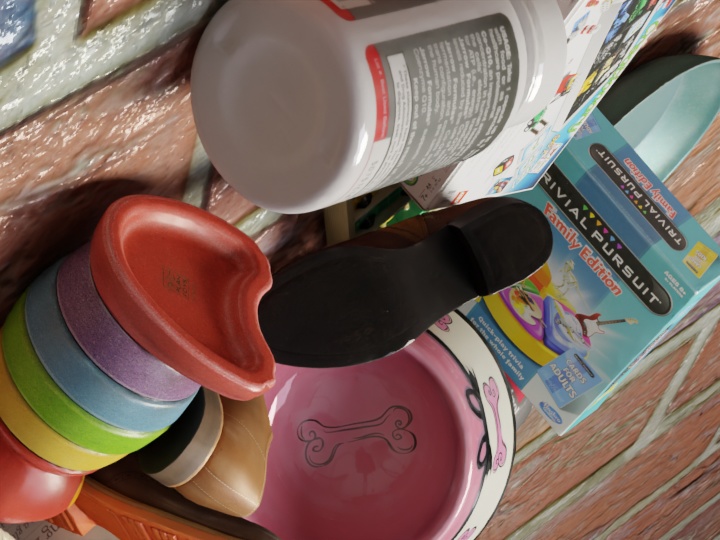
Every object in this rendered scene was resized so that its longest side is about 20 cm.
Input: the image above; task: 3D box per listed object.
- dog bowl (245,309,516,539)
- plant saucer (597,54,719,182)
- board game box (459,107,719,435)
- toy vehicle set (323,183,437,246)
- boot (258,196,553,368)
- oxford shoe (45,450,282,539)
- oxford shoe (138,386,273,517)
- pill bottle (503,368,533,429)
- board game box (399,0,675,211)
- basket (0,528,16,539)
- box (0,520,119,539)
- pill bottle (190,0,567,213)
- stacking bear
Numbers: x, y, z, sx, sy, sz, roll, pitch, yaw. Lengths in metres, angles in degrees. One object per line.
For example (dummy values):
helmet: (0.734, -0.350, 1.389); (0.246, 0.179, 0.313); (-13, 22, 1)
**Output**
dog bowl: (-0.005, 0.106, 1.579); (0.200, 0.200, 0.074); (-47, 177, 12)
plant saucer: (0.187, -0.089, 1.828); (0.200, 0.036, 0.200); (-37, 161, -15)
board game box: (0.143, 0.000, 1.705); (0.047, 0.151, 0.200); (-33, 167, -37)
toy vehicle set: (0.060, -0.088, 1.579); (0.200, 0.027, 0.124); (-39, 161, -13)
boot: (0.000, 0.000, 1.466); (0.187, 0.069, 0.200); (-28, -171, -13)
oxford shoe: (-0.116, 0.121, 1.425); (0.073, 0.199, 0.071); (-56, 152, -26)
oxford shoe: (-0.083, 0.073, 1.431); (0.071, 0.071, 0.200); (-41, -155, 22)
pill bottle: (0.061, 0.094, 1.810); (0.200, 0.110, 0.111); (-52, 171, -38)
board game box: (0.116, -0.123, 1.517); (0.126, 0.035, 0.200); (-13, 145, -55)
basket: (-0.253, 0.251, 1.342); (0.199, 0.199, 0.161); (-19, 156, 4)
box: (-0.173, 0.200, 1.564); (0.199, 0.131, 0.200); (-43, 162, -2)
pill bottle: (0.015, -0.104, 1.312); (0.199, 0.114, 0.114); (-20, 151, -50)
stacking bear: (-0.150, 0.062, 1.347); (0.113, 0.122, 0.200); (30, 123, -27)
